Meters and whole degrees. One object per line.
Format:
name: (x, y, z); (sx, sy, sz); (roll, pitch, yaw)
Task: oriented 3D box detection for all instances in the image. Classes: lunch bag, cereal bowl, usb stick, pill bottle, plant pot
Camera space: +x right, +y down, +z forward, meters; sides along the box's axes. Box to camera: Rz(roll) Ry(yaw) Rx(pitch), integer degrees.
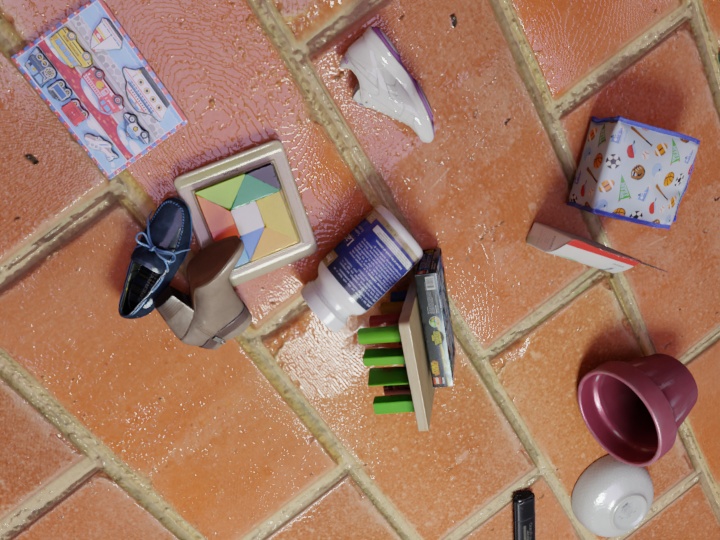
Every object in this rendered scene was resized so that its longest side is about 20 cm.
lunch bag: (0.497, -0.173, 1.037); (0.194, 0.124, 0.175); (9, 105, -10)
cereal bowl: (0.590, 0.529, 1.316); (0.194, 0.083, 0.206); (-5, 110, -13)
usb stick: (0.372, 0.589, 1.303); (0.054, 0.033, 0.205); (-14, 111, -18)
pill bottle: (0.000, 0.000, 0.959); (0.200, 0.116, 0.116); (-44, 113, 2)
plant pot: (0.581, 0.265, 1.177); (0.176, 0.199, 0.205); (-21, 113, -24)

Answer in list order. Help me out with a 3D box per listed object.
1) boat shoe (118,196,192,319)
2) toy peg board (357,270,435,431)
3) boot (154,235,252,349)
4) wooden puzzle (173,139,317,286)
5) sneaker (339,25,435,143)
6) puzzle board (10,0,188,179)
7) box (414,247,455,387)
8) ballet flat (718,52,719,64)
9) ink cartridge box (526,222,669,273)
boat shoe: (-0.313, -0.012, 0.883); (0.082, 0.069, 0.205); (20, 101, 4)
toy peg board: (0.069, 0.135, 1.004); (0.095, 0.200, 0.205); (-6, 112, 15)
boot: (-0.224, 0.045, 0.923); (0.198, 0.071, 0.146); (-34, 135, 12)
wooden puzzle: (-0.179, -0.084, 0.925); (0.181, 0.037, 0.204); (-22, 112, -8)
sneaker: (0.045, -0.279, 0.915); (0.098, 0.075, 0.201); (-32, 114, 18)
puzzle board: (-0.369, -0.257, 0.826); (0.149, 0.017, 0.202); (-35, 114, -2)
box: (0.133, 0.079, 1.002); (0.039, 0.137, 0.205); (-6, 107, 14)
ballet flat: (0.758, -0.429, 1.054); (0.196, 0.064, 0.069); (-26, 113, -5)
ink cartridge box: (0.412, -0.025, 1.018); (0.157, 0.200, 0.051); (15, 105, -19)
